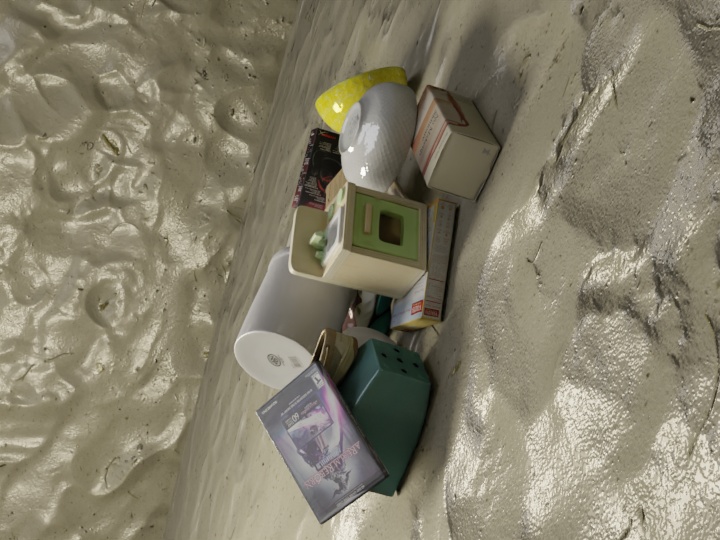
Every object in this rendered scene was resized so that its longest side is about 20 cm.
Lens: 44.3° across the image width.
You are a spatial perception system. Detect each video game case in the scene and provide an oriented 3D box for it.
[{"bbox_3d":[-0.060,0.257,1.323,0.143,0.019,0.200,-41,71,25],"label":"video game case"}]

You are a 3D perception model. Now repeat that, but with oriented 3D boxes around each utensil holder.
[{"bbox_3d":[-0.114,0.085,1.542,0.170,0.169,0.200,-56,8,48],"label":"utensil holder"}]

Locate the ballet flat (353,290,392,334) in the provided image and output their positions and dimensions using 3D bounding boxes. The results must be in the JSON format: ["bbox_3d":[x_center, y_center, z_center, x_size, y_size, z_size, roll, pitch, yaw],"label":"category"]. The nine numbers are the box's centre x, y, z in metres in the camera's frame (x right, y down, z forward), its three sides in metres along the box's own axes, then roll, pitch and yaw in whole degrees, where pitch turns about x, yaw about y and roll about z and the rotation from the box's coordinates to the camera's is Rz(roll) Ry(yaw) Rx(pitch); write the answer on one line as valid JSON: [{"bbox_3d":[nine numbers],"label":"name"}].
[{"bbox_3d":[0.020,0.065,1.562,0.200,0.069,0.070,100,172,-50],"label":"ballet flat"}]

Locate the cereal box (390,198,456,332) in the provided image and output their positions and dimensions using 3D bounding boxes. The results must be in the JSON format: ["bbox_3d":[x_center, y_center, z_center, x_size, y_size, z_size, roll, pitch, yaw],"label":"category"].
[{"bbox_3d":[0.103,-0.004,1.458,0.144,0.039,0.201,151,130,-69],"label":"cereal box"}]

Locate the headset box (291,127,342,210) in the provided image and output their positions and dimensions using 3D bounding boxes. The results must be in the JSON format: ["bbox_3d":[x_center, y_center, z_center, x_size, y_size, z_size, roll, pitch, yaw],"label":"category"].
[{"bbox_3d":[-0.059,-0.196,1.949,0.075,0.148,0.201,-163,87,-75],"label":"headset box"}]

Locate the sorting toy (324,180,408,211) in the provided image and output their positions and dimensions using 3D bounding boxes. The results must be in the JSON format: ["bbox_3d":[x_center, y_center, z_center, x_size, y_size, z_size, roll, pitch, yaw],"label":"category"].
[{"bbox_3d":[0.015,-0.099,1.645,0.185,0.036,0.201,-49,58,36],"label":"sorting toy"}]

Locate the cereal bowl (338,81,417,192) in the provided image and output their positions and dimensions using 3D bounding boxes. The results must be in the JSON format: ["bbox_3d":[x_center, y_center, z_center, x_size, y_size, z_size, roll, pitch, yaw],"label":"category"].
[{"bbox_3d":[0.017,-0.234,1.528,0.200,0.083,0.201,-165,90,-71],"label":"cereal bowl"}]

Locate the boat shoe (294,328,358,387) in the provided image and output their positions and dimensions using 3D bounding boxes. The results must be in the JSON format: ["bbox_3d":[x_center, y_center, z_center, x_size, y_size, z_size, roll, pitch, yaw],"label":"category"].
[{"bbox_3d":[-0.076,0.182,1.383,0.201,0.065,0.072,-61,21,12],"label":"boat shoe"}]

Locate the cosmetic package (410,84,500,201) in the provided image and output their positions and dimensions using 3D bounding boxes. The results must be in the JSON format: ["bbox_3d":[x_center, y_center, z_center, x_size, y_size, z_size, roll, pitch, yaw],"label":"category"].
[{"bbox_3d":[0.143,-0.207,1.411,0.200,0.087,0.104,-105,34,-58],"label":"cosmetic package"}]

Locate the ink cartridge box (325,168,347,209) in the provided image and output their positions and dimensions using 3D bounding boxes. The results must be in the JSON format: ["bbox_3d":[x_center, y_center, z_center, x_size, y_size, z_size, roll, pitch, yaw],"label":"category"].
[{"bbox_3d":[-0.001,-0.139,1.798,0.165,0.075,0.201,-46,32,39],"label":"ink cartridge box"}]

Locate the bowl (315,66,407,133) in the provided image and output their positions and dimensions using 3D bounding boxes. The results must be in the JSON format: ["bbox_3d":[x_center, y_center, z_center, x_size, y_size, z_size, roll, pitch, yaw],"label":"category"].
[{"bbox_3d":[0.017,-0.326,1.814,0.108,0.199,0.200,70,157,5],"label":"bowl"}]

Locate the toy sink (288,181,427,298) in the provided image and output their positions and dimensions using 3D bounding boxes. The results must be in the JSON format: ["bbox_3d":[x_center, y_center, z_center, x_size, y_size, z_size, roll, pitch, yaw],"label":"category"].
[{"bbox_3d":[-0.002,-0.054,1.421,0.112,0.199,0.131,127,153,-54],"label":"toy sink"}]

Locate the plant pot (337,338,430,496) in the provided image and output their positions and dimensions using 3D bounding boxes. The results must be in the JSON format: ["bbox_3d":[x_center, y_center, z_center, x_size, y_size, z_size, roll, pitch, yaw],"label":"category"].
[{"bbox_3d":[0.020,0.220,1.386,0.201,0.141,0.142,-63,20,22],"label":"plant pot"}]

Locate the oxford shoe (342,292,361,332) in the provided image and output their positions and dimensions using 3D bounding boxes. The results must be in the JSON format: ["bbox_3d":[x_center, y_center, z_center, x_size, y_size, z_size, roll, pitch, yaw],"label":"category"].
[{"bbox_3d":[-0.023,0.060,1.716,0.071,0.072,0.201,-10,71,44],"label":"oxford shoe"}]

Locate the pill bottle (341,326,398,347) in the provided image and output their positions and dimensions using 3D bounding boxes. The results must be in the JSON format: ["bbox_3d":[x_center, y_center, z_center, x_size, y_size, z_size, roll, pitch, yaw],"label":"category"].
[{"bbox_3d":[-0.014,0.209,1.527,0.120,0.119,0.201,-102,30,-55],"label":"pill bottle"}]
